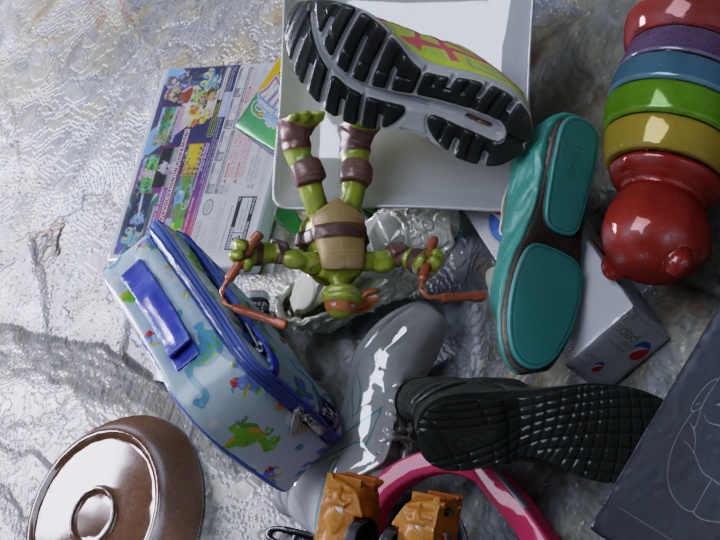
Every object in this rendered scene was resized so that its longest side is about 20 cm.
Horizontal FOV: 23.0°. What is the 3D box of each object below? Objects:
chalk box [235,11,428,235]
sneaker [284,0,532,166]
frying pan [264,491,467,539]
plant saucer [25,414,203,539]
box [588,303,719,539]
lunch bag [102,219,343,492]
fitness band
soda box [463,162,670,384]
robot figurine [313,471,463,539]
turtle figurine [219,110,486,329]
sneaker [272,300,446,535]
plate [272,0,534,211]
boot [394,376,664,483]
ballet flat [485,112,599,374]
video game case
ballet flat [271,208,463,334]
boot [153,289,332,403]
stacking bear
[{"bbox_3d":[-0.007,-0.118,1.461,0.123,0.124,0.201,34,89,43],"label":"chalk box"},{"bbox_3d":[0.036,-0.141,1.296,0.199,0.090,0.079,29,115,4],"label":"sneaker"},{"bbox_3d":[0.006,0.204,1.353,0.190,0.031,0.115,36,91,40],"label":"frying pan"},{"bbox_3d":[-0.221,0.216,1.520,0.199,0.034,0.202,-17,59,30],"label":"plant saucer"},{"bbox_3d":[0.286,0.137,1.100,0.199,0.124,0.198,30,86,43],"label":"box"},{"bbox_3d":[-0.106,0.062,1.325,0.082,0.161,0.200,-42,45,3],"label":"lunch bag"},{"bbox_3d":[0.074,0.219,1.262,0.144,0.037,0.201,-44,61,13],"label":"fitness band"},{"bbox_3d":[0.146,-0.008,1.325,0.068,0.064,0.201,-41,48,13],"label":"soda box"},{"bbox_3d":[0.013,0.246,1.206,0.144,0.058,0.203,8,91,35],"label":"robot figurine"},{"bbox_3d":[-0.009,-0.032,1.301,0.064,0.197,0.163,129,139,-74],"label":"turtle figurine"},{"bbox_3d":[0.015,0.119,1.355,0.080,0.070,0.201,32,91,47],"label":"sneaker"},{"bbox_3d":[0.035,-0.143,1.357,0.197,0.032,0.202,1,81,11],"label":"plate"},{"bbox_3d":[0.126,0.100,1.267,0.131,0.197,0.069,-107,20,-80],"label":"boot"},{"bbox_3d":[0.125,-0.015,1.269,0.070,0.067,0.202,-19,54,58],"label":"ballet flat"},{"bbox_3d":[-0.138,-0.095,1.622,0.181,0.023,0.202,2,70,39],"label":"video game case"},{"bbox_3d":[0.000,0.000,1.400,0.200,0.071,0.072,-37,47,42],"label":"ballet flat"},{"bbox_3d":[-0.093,0.062,1.468,0.199,0.073,0.097,9,80,42],"label":"boot"},{"bbox_3d":[0.223,-0.084,1.262,0.120,0.114,0.202,-2,64,37],"label":"stacking bear"}]
